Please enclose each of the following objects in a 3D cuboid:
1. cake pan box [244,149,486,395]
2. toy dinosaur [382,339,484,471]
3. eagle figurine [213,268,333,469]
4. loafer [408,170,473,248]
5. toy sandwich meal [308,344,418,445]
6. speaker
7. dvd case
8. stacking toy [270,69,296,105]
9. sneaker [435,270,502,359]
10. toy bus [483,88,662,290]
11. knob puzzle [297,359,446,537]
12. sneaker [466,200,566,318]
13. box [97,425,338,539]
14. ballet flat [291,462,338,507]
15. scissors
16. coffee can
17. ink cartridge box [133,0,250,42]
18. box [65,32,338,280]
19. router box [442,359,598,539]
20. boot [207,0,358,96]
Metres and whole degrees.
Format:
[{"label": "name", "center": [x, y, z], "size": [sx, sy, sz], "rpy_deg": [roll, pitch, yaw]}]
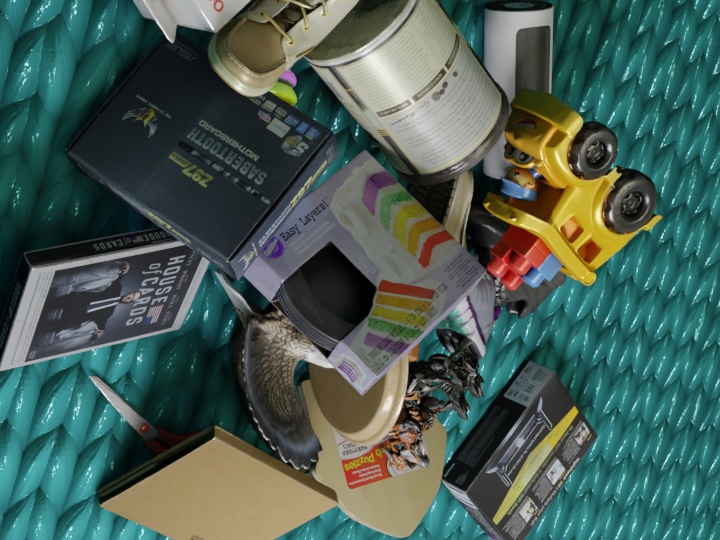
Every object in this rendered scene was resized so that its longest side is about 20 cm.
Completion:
[{"label": "cake pan box", "center": [0.000, 0.000, 1.334], "size": [0.200, 0.184, 0.052], "rpy_deg": [-40, 171, -35]}, {"label": "toy dinosaur", "center": [0.058, 0.127, 1.490], "size": [0.102, 0.135, 0.200], "rpy_deg": [-68, 147, -51]}, {"label": "eagle figurine", "center": [-0.083, 0.096, 1.377], "size": [0.152, 0.151, 0.201], "rpy_deg": [22, 82, -53]}, {"label": "loafer", "center": [0.090, -0.037, 1.539], "size": [0.068, 0.076, 0.201], "rpy_deg": [-1, 114, -42]}, {"label": "toy sandwich meal", "center": [0.012, 0.086, 1.435], "size": [0.070, 0.205, 0.206], "rpy_deg": [0, 105, -33]}, {"label": "speaker", "center": [0.182, -0.208, 1.552], "size": [0.081, 0.081, 0.201], "rpy_deg": [-16, 115, -36]}, {"label": "dvd case", "center": [-0.238, 0.022, 1.256], "size": [0.200, 0.025, 0.150], "rpy_deg": [-12, 146, -37]}, {"label": "stacking toy", "center": [-0.101, -0.171, 1.320], "size": [0.116, 0.110, 0.201], "rpy_deg": [5, 83, -1]}, {"label": "sneaker", "center": [0.107, 0.010, 1.495], "size": [0.088, 0.074, 0.200], "rpy_deg": [-55, 144, -26]}, {"label": "toy bus", "center": [0.206, -0.075, 1.489], "size": [0.192, 0.136, 0.200], "rpy_deg": [-47, 125, -2]}, {"label": "knob puzzle", "center": [0.019, 0.211, 1.547], "size": [0.219, 0.030, 0.220], "rpy_deg": [12, 69, -34]}, {"label": "sneaker", "center": [0.174, -0.009, 1.620], "size": [0.091, 0.076, 0.200], "rpy_deg": [-52, 128, -5]}, {"label": "box", "center": [-0.145, 0.237, 1.392], "size": [0.163, 0.021, 0.200], "rpy_deg": [-32, 136, 23]}, {"label": "ballet flat", "center": [-0.049, 0.244, 1.530], "size": [0.200, 0.067, 0.063], "rpy_deg": [7, 72, -45]}, {"label": "scissors", "center": [-0.220, 0.175, 1.379], "size": [0.200, 0.014, 0.073], "rpy_deg": [35, 82, -43]}, {"label": "coffee can", "center": [0.046, -0.207, 1.389], "size": [0.147, 0.146, 0.200], "rpy_deg": [-54, 131, -13]}, {"label": "ink cartridge box", "center": [-0.145, -0.316, 1.203], "size": [0.200, 0.125, 0.129], "rpy_deg": [-46, 129, -19]}, {"label": "box", "center": [-0.145, -0.109, 1.231], "size": [0.158, 0.200, 0.051], "rpy_deg": [-52, 163, -14]}, {"label": "router box", "center": [0.210, 0.242, 1.744], "size": [0.200, 0.052, 0.157], "rpy_deg": [-50, 131, -16]}, {"label": "boot", "center": [-0.048, -0.244, 1.209], "size": [0.072, 0.155, 0.200], "rpy_deg": [48, 34, -7]}]
